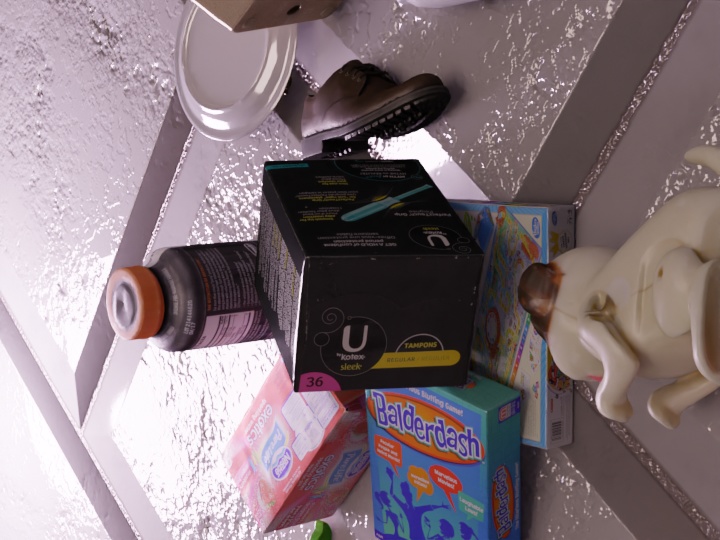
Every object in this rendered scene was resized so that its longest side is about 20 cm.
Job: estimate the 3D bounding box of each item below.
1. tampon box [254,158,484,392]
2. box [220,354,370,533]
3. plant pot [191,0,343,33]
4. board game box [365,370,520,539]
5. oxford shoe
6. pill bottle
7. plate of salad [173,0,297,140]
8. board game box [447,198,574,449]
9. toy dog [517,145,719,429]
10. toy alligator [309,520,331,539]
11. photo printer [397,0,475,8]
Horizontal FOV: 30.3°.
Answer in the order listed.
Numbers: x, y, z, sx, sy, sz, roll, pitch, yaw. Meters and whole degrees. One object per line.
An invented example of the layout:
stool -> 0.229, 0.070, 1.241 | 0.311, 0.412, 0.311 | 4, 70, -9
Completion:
tampon box -> 0.000, 0.000, 1.134 | 0.200, 0.149, 0.127 | -117, 29, -60
box -> -0.044, 0.155, 1.305 | 0.103, 0.094, 0.200 | 56, 133, 30
plant pot -> -0.085, -0.336, 1.234 | 0.200, 0.199, 0.177 | -42, 74, 44
board game box -> 0.072, 0.175, 1.169 | 0.152, 0.045, 0.201 | 22, 125, 44
oxford shoe -> 0.005, -0.159, 1.229 | 0.200, 0.073, 0.085 | -10, 85, 50
pill bottle -> -0.153, 0.025, 1.338 | 0.106, 0.200, 0.107 | 7, 99, 49
plate of salad -> -0.127, -0.235, 1.396 | 0.200, 0.048, 0.201 | -5, 83, 43
board game box -> 0.122, 0.041, 1.141 | 0.134, 0.034, 0.201 | 8, 101, 49
toy dog -> 0.205, 0.020, 0.962 | 0.200, 0.139, 0.195 | -19, 79, 51
toy alligator -> -0.050, 0.360, 1.368 | 0.059, 0.054, 0.201 | 4, 98, 50
photo printer -> 0.093, -0.309, 1.106 | 0.200, 0.069, 0.167 | 2, 96, 50
